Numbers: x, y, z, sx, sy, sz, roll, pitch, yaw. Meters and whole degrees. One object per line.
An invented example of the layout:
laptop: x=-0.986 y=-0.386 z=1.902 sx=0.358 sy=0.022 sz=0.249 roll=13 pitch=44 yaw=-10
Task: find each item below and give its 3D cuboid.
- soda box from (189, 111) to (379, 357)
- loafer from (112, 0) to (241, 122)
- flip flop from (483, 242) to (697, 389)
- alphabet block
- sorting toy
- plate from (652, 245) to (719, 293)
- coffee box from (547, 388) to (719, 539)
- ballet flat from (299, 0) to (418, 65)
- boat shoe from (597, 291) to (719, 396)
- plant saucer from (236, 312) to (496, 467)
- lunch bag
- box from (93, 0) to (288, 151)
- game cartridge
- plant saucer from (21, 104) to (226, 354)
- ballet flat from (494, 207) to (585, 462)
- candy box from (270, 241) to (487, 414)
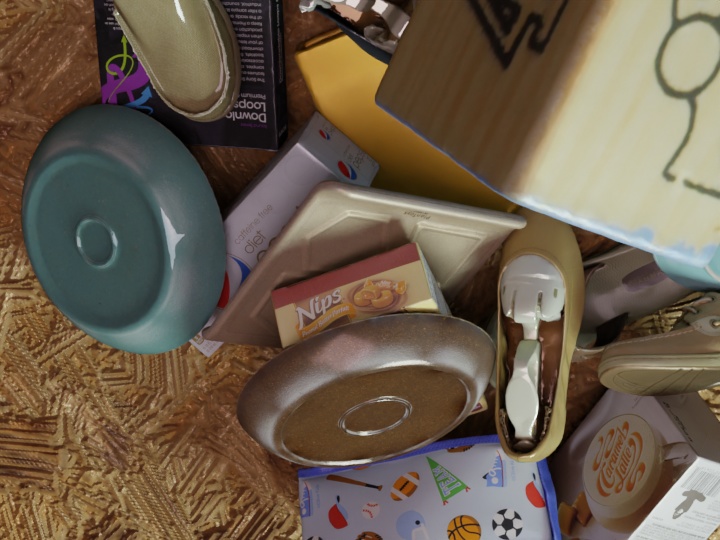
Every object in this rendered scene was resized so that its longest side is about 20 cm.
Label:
soda box: x=-0.076 y=-0.026 z=1.294 sx=0.068 sy=0.064 sz=0.200 roll=40 pitch=119 yaw=-9
loafer: x=-0.145 y=-0.195 z=1.193 sx=0.076 sy=0.067 sz=0.200 roll=-14 pitch=108 yaw=22
flip flop: x=0.181 y=0.034 z=1.318 sx=0.200 sy=0.058 sz=0.081 roll=-27 pitch=110 yaw=14
alphabet block: x=0.160 y=-0.145 z=1.121 sx=0.195 sy=0.196 sz=0.200 roll=17 pitch=105 yaw=-37
sorting toy: x=0.000 y=0.000 z=1.267 sx=0.185 sy=0.037 sz=0.200 roll=9 pitch=140 yaw=-36
plate: x=0.314 y=-0.037 z=1.239 sx=0.200 sy=0.026 sz=0.200 roll=-9 pitch=142 yaw=-7
coffee box: x=0.207 y=0.190 z=1.344 sx=0.080 sy=0.114 sz=0.200 roll=19 pitch=118 yaw=-35
ballet flat: x=0.009 y=-0.187 z=1.184 sx=0.200 sy=0.073 sz=0.073 roll=30 pitch=113 yaw=-18
boat shoe: x=0.268 y=0.053 z=1.289 sx=0.200 sy=0.065 sz=0.071 roll=-4 pitch=160 yaw=-22
plant saucer: x=0.008 y=0.098 z=1.251 sx=0.200 sy=0.032 sz=0.200 roll=-10 pitch=148 yaw=-7
lunch bag: x=0.064 y=0.230 z=1.336 sx=0.200 sy=0.170 sz=0.124 roll=-16 pitch=153 yaw=17
box: x=-0.128 y=-0.190 z=1.248 sx=0.143 sy=0.036 sz=0.200 roll=5 pitch=113 yaw=14
game cartridge: x=0.067 y=-0.111 z=1.283 sx=0.176 sy=0.032 sz=0.200 roll=-19 pitch=113 yaw=12
plant saucer: x=-0.193 y=-0.026 z=1.288 sx=0.200 sy=0.036 sz=0.200 roll=11 pitch=112 yaw=29
ballet flat: x=0.133 y=0.050 z=1.271 sx=0.069 sy=0.063 sz=0.200 roll=2 pitch=97 yaw=18
candy box: x=0.018 y=0.063 z=1.284 sx=0.115 sy=0.055 sz=0.200 roll=-19 pitch=149 yaw=7
